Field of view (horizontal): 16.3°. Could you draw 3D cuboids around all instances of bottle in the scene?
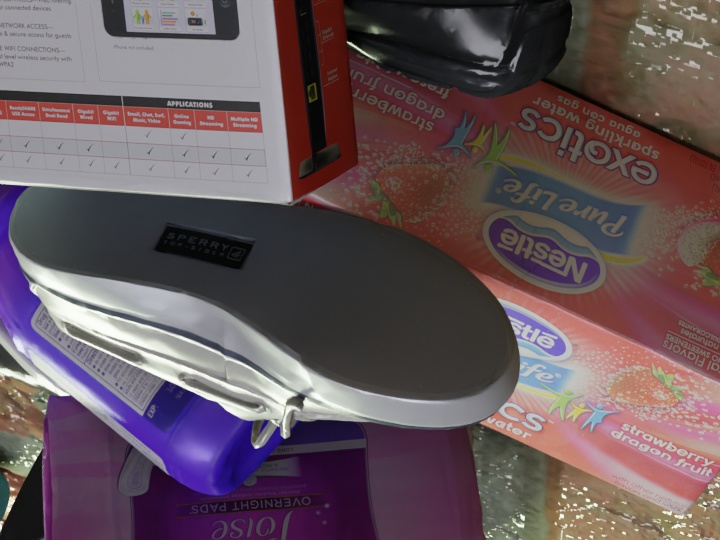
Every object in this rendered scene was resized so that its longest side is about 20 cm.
[{"bbox_3d":[-0.113,0.011,1.093,0.200,0.084,0.065,36,162,19],"label":"bottle"}]

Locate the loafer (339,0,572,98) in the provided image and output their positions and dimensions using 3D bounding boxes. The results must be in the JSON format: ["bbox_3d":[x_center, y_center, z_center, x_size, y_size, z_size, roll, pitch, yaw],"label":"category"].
[{"bbox_3d":[-0.017,-0.118,0.894,0.200,0.068,0.071,16,118,23],"label":"loafer"}]

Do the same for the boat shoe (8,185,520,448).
[{"bbox_3d":[-0.034,0.028,0.921,0.201,0.075,0.086,14,144,20],"label":"boat shoe"}]

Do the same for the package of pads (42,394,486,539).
[{"bbox_3d":[-0.040,0.111,1.116,0.199,0.121,0.076,-4,141,-4],"label":"package of pads"}]

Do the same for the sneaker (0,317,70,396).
[{"bbox_3d":[-0.163,0.029,1.202,0.199,0.071,0.099,24,154,4],"label":"sneaker"}]

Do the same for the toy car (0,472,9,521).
[{"bbox_3d":[-0.325,0.141,1.344,0.176,0.200,0.184,-8,136,41],"label":"toy car"}]

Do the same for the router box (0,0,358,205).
[{"bbox_3d":[-0.104,-0.120,0.872,0.199,0.049,0.180,6,111,28],"label":"router box"}]

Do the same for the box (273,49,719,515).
[{"bbox_3d":[0.065,-0.003,0.968,0.199,0.095,0.103,25,146,-1],"label":"box"}]

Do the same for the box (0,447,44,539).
[{"bbox_3d":[-0.066,0.146,1.269,0.200,0.105,0.148,33,148,-14],"label":"box"}]
